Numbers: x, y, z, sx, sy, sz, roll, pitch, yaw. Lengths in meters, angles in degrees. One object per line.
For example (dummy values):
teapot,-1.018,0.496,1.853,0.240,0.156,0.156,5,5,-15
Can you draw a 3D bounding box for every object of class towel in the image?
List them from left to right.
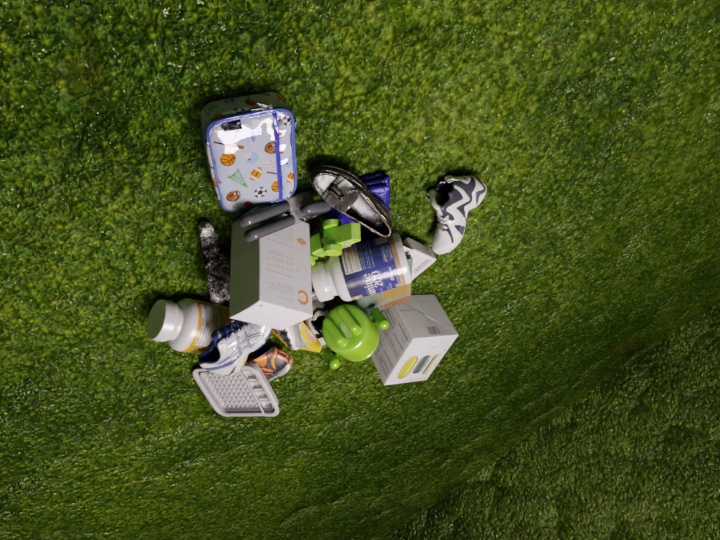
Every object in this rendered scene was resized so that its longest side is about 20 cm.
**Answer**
towel,0.000,-0.106,1.109,0.147,0.050,0.201,-19,140,-12
towel,0.054,0.039,1.242,0.146,0.022,0.200,-17,148,-5

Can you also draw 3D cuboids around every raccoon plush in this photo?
raccoon plush,-0.241,-0.007,1.039,0.133,0.097,0.201,-10,138,-16

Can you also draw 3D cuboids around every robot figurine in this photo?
robot figurine,-0.021,0.151,1.241,0.175,0.116,0.200,-41,156,-2

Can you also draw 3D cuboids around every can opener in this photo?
can opener,-0.137,-0.106,0.958,0.066,0.053,0.200,-17,-171,42

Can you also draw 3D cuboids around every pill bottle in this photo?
pill bottle,-0.344,0.123,1.117,0.199,0.113,0.113,19,123,-43
pill bottle,0.000,0.000,1.093,0.199,0.111,0.111,-16,141,4

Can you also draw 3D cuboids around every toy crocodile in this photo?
toy crocodile,-0.077,-0.053,1.059,0.199,0.068,0.062,-19,158,34

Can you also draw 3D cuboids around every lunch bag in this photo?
lunch bag,-0.181,-0.201,0.884,0.159,0.076,0.201,-15,141,-18

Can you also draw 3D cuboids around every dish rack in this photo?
dish rack,-0.304,0.292,1.300,0.199,0.044,0.172,-8,122,23

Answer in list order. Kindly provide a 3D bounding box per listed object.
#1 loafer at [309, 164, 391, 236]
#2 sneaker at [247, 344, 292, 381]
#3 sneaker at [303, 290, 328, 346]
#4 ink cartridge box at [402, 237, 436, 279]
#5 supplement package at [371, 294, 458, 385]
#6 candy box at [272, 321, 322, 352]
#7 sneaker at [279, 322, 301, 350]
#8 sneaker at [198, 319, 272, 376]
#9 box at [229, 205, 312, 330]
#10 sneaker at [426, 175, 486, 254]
loafer,-0.010,-0.132,1.001,0.199,0.063,0.072,30,115,-32
sneaker,-0.279,0.248,1.335,0.200,0.078,0.112,-37,127,17
sneaker,-0.109,0.141,1.298,0.073,0.080,0.201,-20,142,-11
ink cartridge box,0.054,-0.002,1.240,0.176,0.045,0.200,19,129,-43
supplement package,0.135,0.189,1.429,0.151,0.151,0.201,0,134,-30
candy box,-0.174,0.139,1.256,0.102,0.027,0.200,4,148,24
sneaker,-0.142,0.070,1.123,0.081,0.202,0.075,-8,-179,-23
sneaker,-0.252,0.135,1.055,0.088,0.075,0.200,24,106,-43
box,-0.170,-0.004,0.990,0.097,0.201,0.124,-26,147,37
sneaker,0.182,-0.128,1.165,0.129,0.080,0.200,7,130,-33
